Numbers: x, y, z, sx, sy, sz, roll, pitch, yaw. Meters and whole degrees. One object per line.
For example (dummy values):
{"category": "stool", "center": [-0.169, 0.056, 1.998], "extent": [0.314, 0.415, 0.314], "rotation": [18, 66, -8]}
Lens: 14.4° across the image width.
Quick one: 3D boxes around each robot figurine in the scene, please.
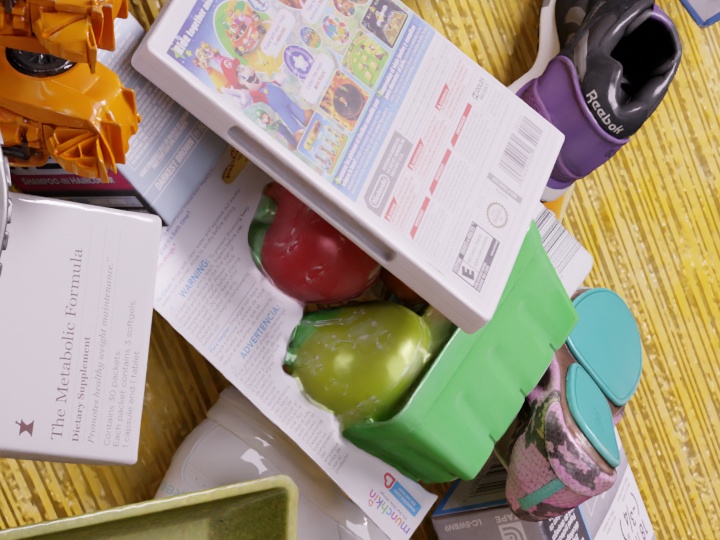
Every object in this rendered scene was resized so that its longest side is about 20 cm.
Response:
{"category": "robot figurine", "center": [-0.193, -0.101, 1.185], "extent": [0.145, 0.199, 0.058], "rotation": [90, 13, -50]}

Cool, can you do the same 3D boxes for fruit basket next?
{"category": "fruit basket", "center": [0.000, 0.000, 1.366], "extent": [0.200, 0.094, 0.186], "rotation": [42, 66, -15]}

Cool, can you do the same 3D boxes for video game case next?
{"category": "video game case", "center": [-0.001, -0.078, 1.316], "extent": [0.200, 0.018, 0.144], "rotation": [39, 43, -12]}

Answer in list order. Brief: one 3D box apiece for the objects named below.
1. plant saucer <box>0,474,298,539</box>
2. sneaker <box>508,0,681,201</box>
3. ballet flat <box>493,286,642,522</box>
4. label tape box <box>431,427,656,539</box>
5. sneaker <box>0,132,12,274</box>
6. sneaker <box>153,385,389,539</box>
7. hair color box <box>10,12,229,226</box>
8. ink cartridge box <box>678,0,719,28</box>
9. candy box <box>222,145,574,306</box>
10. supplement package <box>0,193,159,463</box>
{"category": "plant saucer", "center": [-0.124, 0.198, 1.322], "extent": [0.199, 0.048, 0.201], "rotation": [-8, 107, -37]}
{"category": "sneaker", "center": [0.139, -0.112, 1.490], "extent": [0.076, 0.087, 0.200], "rotation": [48, 35, -16]}
{"category": "ballet flat", "center": [0.098, 0.067, 1.430], "extent": [0.069, 0.071, 0.200], "rotation": [52, 20, -13]}
{"category": "label tape box", "center": [0.114, 0.180, 1.496], "extent": [0.201, 0.063, 0.144], "rotation": [69, 25, -17]}
{"category": "sneaker", "center": [-0.195, 0.014, 1.107], "extent": [0.087, 0.076, 0.201], "rotation": [12, 83, -33]}
{"category": "sneaker", "center": [-0.028, 0.150, 1.420], "extent": [0.089, 0.075, 0.200], "rotation": [-49, 116, -12]}
{"category": "hair color box", "center": [-0.158, -0.107, 1.279], "extent": [0.200, 0.099, 0.061], "rotation": [50, 62, -28]}
{"category": "ink cartridge box", "center": [0.187, -0.245, 1.541], "extent": [0.137, 0.076, 0.200], "rotation": [50, 33, -22]}
{"category": "candy box", "center": [0.012, -0.039, 1.450], "extent": [0.200, 0.055, 0.116], "rotation": [33, 71, -36]}
{"category": "supplement package", "center": [-0.202, 0.018, 1.227], "extent": [0.199, 0.109, 0.115], "rotation": [8, 85, -39]}
